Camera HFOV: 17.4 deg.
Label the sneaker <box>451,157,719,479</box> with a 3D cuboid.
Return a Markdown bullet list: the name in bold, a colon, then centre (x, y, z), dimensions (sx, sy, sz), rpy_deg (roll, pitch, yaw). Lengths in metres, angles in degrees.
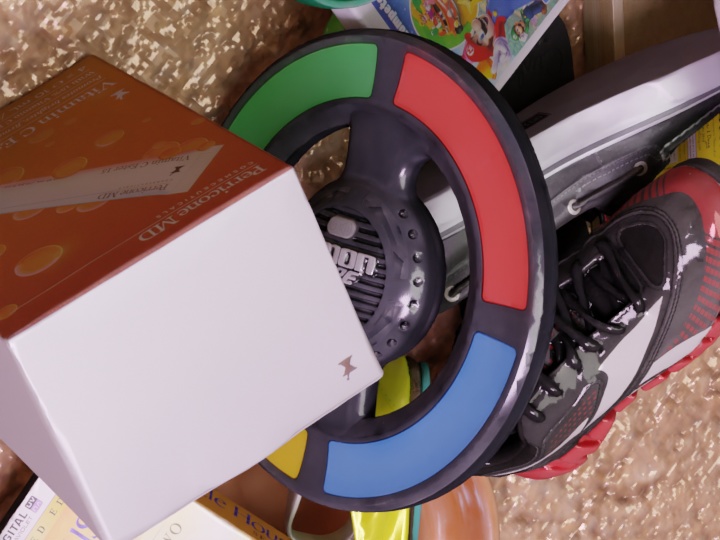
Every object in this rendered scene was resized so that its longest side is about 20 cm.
- **sneaker**: centre (0.096, 0.028, 1.038), dimensions (0.098, 0.071, 0.201), rpy_deg (-9, 148, -46)

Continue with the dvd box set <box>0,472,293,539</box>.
- **dvd box set**: centre (-0.078, 0.171, 1.027), dimensions (0.199, 0.029, 0.147), rpy_deg (34, 102, -9)

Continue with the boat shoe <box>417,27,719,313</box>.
- **boat shoe**: centre (0.097, -0.047, 1.059), dimensions (0.199, 0.069, 0.057), rpy_deg (-28, 106, -9)

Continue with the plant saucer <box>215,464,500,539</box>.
- **plant saucer**: centre (-0.028, 0.142, 1.103), dimensions (0.199, 0.037, 0.201), rpy_deg (-10, 111, -27)

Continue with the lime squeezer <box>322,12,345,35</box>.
- **lime squeezer**: centre (0.021, -0.121, 1.043), dimensions (0.070, 0.038, 0.201), rpy_deg (8, 100, -28)

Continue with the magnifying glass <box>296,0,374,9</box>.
- **magnifying glass**: centre (0.027, -0.188, 0.978), dimensions (0.200, 0.022, 0.080), rpy_deg (-51, 123, -23)

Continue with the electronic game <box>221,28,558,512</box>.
- **electronic game**: centre (0.000, 0.000, 0.980), dimensions (0.041, 0.199, 0.201), rpy_deg (0, 107, -48)

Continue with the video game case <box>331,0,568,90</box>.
- **video game case**: centre (0.055, -0.174, 1.027), dimensions (0.200, 0.018, 0.143), rpy_deg (-52, 124, -22)

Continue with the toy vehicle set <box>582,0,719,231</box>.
- **toy vehicle set**: centre (0.169, -0.074, 1.147), dimensions (0.124, 0.026, 0.201), rpy_deg (-14, 112, -25)

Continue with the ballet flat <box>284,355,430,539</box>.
- **ballet flat**: centre (0.000, 0.132, 1.064), dimensions (0.067, 0.067, 0.201), rpy_deg (-4, 106, -6)

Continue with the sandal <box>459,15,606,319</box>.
- **sandal**: centre (0.083, -0.026, 1.104), dimensions (0.075, 0.045, 0.201), rpy_deg (-18, 114, -23)

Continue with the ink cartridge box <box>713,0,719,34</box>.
- **ink cartridge box**: centre (0.218, -0.105, 1.077), dimensions (0.200, 0.044, 0.177), rpy_deg (-59, 142, -44)

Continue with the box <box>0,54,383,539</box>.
- **box**: centre (-0.101, 0.005, 0.921), dimensions (0.124, 0.200, 0.098), rpy_deg (-32, 119, -17)
